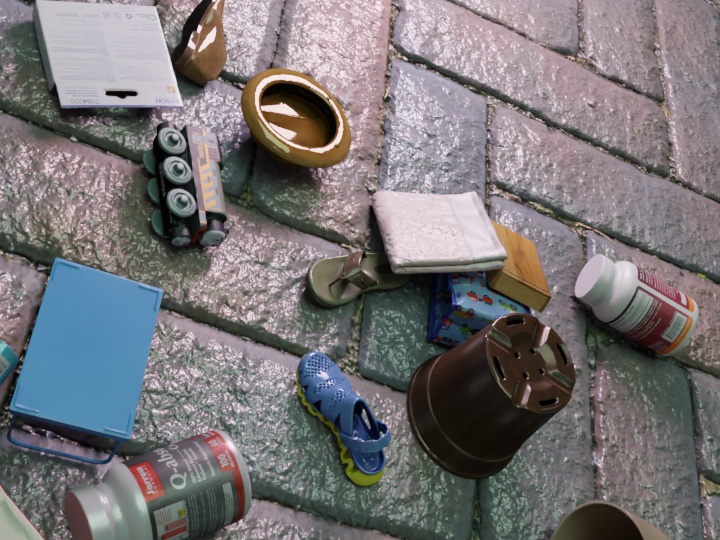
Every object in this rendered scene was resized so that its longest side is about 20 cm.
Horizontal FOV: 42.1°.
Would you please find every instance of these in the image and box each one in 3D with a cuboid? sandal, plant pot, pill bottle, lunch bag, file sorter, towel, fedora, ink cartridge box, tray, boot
[{"bbox_3d":[-0.017,0.194,1.302,0.079,0.087,0.201,-28,75,-35],"label":"sandal"},{"bbox_3d":[0.396,0.442,1.330,0.197,0.186,0.191,21,52,-32],"label":"plant pot"},{"bbox_3d":[-0.239,0.274,1.113,0.197,0.116,0.117,-15,69,-34],"label":"pill bottle"},{"bbox_3d":[0.192,0.031,1.521,0.148,0.095,0.202,18,43,-15],"label":"lunch bag"},{"bbox_3d":[-0.340,0.118,1.149,0.136,0.123,0.203,17,54,-17],"label":"file sorter"},{"bbox_3d":[0.198,0.173,1.358,0.196,0.199,0.204,14,56,-21],"label":"plant pot"},{"bbox_3d":[0.122,-0.066,1.494,0.186,0.033,0.202,-2,36,-9],"label":"towel"},{"bbox_3d":[0.480,0.056,1.635,0.197,0.113,0.114,29,52,-10],"label":"pill bottle"},{"bbox_3d":[-0.112,-0.230,1.511,0.197,0.082,0.204,18,53,-25],"label":"fedora"},{"bbox_3d":[0.000,-0.001,1.447,0.198,0.057,0.081,-15,69,-34],"label":"sandal"},{"bbox_3d":[-0.390,-0.323,1.445,0.193,0.043,0.204,-5,66,-32],"label":"ink cartridge box"},{"bbox_3d":[0.253,-0.013,1.547,0.097,0.037,0.201,26,26,-11],"label":"tray"},{"bbox_3d":[-0.252,-0.390,1.554,0.075,0.073,0.203,34,53,-29],"label":"boot"}]

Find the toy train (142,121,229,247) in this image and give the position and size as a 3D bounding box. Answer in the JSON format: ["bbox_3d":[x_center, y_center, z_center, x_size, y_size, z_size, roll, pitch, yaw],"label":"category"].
[{"bbox_3d":[-0.252,-0.126,1.377,0.112,0.085,0.204,6,58,-36],"label":"toy train"}]

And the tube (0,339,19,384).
[{"bbox_3d":[-0.485,0.166,1.095,0.077,0.051,0.201,34,56,0],"label":"tube"}]

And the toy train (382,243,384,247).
[{"bbox_3d":[0.112,-0.071,1.567,0.198,0.034,0.046,-28,87,-37],"label":"toy train"}]

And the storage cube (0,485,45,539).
[{"bbox_3d":[-0.438,0.303,0.947,0.172,0.180,0.199,49,50,8],"label":"storage cube"}]
